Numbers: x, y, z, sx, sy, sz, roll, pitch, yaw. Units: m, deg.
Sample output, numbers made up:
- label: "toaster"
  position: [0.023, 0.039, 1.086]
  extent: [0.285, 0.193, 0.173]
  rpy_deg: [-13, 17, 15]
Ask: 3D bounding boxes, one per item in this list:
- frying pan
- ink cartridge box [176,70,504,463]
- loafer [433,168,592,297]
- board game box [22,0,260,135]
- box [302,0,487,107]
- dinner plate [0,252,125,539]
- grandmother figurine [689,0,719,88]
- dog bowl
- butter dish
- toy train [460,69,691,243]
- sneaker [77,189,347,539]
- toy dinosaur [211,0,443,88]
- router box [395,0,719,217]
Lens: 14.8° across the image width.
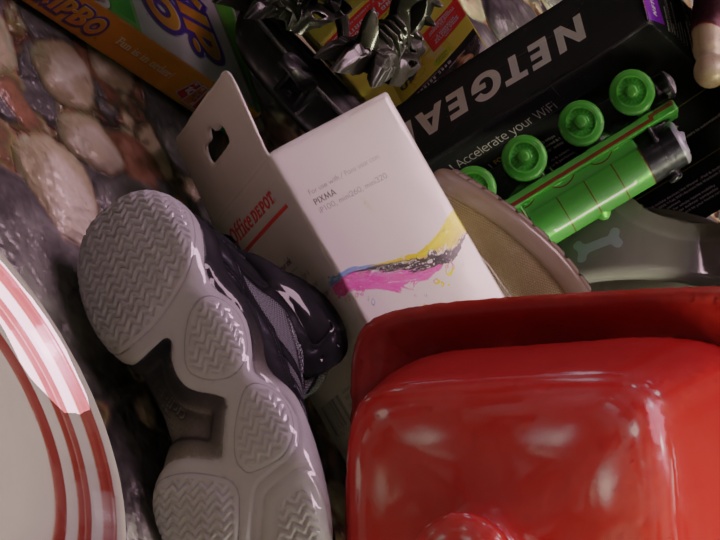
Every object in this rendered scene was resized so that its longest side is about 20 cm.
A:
- label: "frying pan"
  position: [-0.016, -0.075, 1.300]
  extent: [0.115, 0.031, 0.190]
  rpy_deg: [45, 8, -19]
- label: "ink cartridge box"
  position: [0.000, 0.000, 1.236]
  extent: [0.201, 0.067, 0.116]
  rpy_deg: [60, -22, 4]
- label: "loafer"
  position: [0.085, 0.041, 1.266]
  extent: [0.200, 0.068, 0.076]
  rpy_deg: [51, -2, -13]
- label: "board game box"
  position: [-0.114, -0.137, 1.307]
  extent: [0.200, 0.030, 0.096]
  rpy_deg: [36, 31, -47]
- label: "box"
  position: [0.011, -0.127, 1.405]
  extent: [0.050, 0.075, 0.200]
  rpy_deg: [45, 0, 18]
- label: "dinner plate"
  position: [-0.156, 0.048, 0.987]
  extent: [0.200, 0.024, 0.201]
  rpy_deg: [44, 27, -30]
- label: "grandmother figurine"
  position: [0.196, -0.106, 1.346]
  extent: [0.121, 0.060, 0.201]
  rpy_deg: [13, 57, -66]
- label: "dog bowl"
  position: [0.141, 0.026, 1.414]
  extent: [0.200, 0.199, 0.059]
  rpy_deg: [37, 45, -40]
- label: "butter dish"
  position: [0.065, 0.110, 1.070]
  extent: [0.148, 0.199, 0.201]
  rpy_deg: [0, 87, -64]
- label: "toy train"
  position: [0.072, -0.028, 1.332]
  extent: [0.057, 0.199, 0.042]
  rpy_deg: [60, 3, 9]
- label: "sneaker"
  position: [-0.039, 0.061, 1.141]
  extent: [0.114, 0.075, 0.201]
  rpy_deg: [12, 51, -61]
- label: "toy dinosaur"
  position: [0.011, -0.159, 1.230]
  extent: [0.199, 0.136, 0.102]
  rpy_deg: [16, 13, -30]
- label: "router box"
  position: [0.104, -0.058, 1.422]
  extent: [0.149, 0.199, 0.051]
  rpy_deg: [36, 32, -42]
